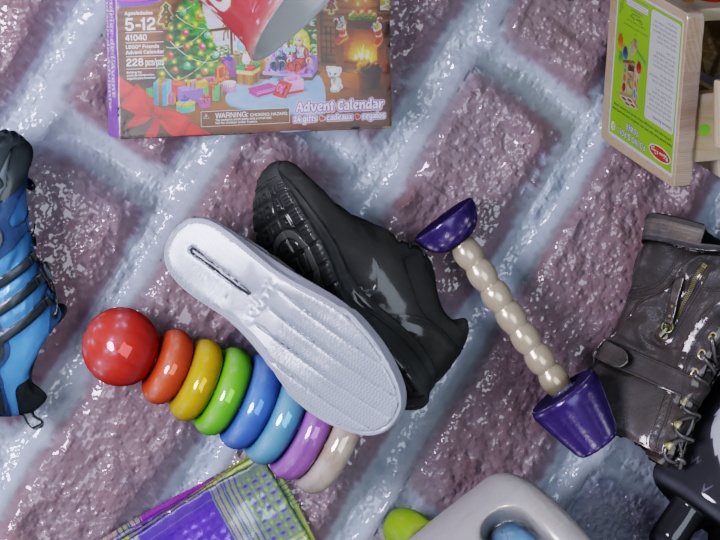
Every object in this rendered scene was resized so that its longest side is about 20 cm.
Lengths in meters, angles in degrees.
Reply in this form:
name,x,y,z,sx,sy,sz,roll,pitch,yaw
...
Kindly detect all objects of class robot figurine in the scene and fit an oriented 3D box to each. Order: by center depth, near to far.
name,x,y,z,sx,sy,sz,roll,pitch,yaw
robot figurine,0.297,0.140,1.734,0.150,0.125,0.200,42,83,-31

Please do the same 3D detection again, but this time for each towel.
name,x,y,z,sx,sy,sz,roll,pitch,yaw
towel,-0.119,0.234,1.658,0.199,0.023,0.144,-30,105,-13

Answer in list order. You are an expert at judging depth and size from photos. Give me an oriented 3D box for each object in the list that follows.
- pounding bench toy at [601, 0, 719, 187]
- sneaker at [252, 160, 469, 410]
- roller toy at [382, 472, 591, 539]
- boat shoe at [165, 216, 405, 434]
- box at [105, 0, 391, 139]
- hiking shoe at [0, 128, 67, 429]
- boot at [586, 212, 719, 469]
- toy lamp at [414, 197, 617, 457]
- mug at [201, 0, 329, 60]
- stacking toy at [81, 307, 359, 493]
name,x,y,z,sx,sy,sz,roll,pitch,yaw
pounding bench toy,0.283,-0.130,1.643,0.155,0.200,0.125,-5,111,-18
sneaker,0.000,0.000,1.648,0.091,0.076,0.201,-43,105,-31
roller toy,0.116,0.245,1.656,0.139,0.182,0.201,-37,107,-12
boat shoe,-0.045,0.031,1.587,0.200,0.062,0.072,42,105,6
box,-0.077,-0.163,1.608,0.198,0.039,0.138,-4,98,-18
hiking shoe,-0.238,0.004,1.566,0.086,0.074,0.202,6,105,-27
boot,0.254,0.062,1.694,0.069,0.199,0.175,28,82,-54
toy lamp,0.115,0.045,1.674,0.058,0.058,0.201,-38,95,-10
mug,-0.094,-0.254,1.537,0.200,0.177,0.134,42,101,5
stacking toy,-0.099,0.079,1.617,0.199,0.085,0.086,26,89,-16
